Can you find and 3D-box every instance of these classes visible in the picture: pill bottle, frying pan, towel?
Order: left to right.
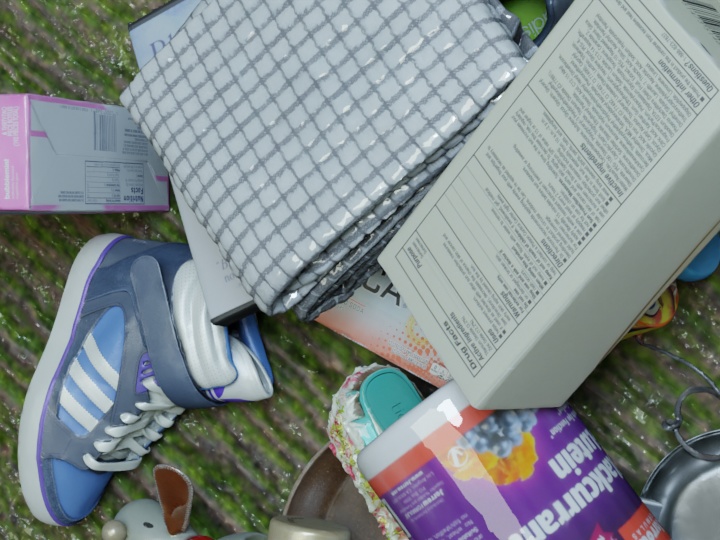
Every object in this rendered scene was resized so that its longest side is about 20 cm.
[{"bbox_3d":[-0.010,-0.095,0.858,0.200,0.085,0.166,-42,65,18],"label":"towel"},{"bbox_3d":[0.098,0.145,0.854,0.111,0.111,0.200,-39,84,21],"label":"pill bottle"},{"bbox_3d":[0.177,0.123,0.899,0.190,0.031,0.115,35,95,9],"label":"frying pan"}]

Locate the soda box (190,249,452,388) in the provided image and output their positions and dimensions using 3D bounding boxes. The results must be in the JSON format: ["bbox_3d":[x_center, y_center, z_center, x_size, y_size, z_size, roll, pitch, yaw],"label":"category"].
[{"bbox_3d":[0.000,0.000,0.975,0.199,0.064,0.069,28,103,21],"label":"soda box"}]

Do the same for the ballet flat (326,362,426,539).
[{"bbox_3d":[0.042,0.147,0.933,0.064,0.075,0.201,-46,66,52],"label":"ballet flat"}]

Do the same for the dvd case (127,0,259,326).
[{"bbox_3d":[-0.054,-0.086,0.954,0.142,0.018,0.201,-25,72,24],"label":"dvd case"}]

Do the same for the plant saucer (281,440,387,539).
[{"bbox_3d":[0.043,0.182,0.978,0.199,0.034,0.202,1,93,25],"label":"plant saucer"}]

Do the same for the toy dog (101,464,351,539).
[{"bbox_3d":[-0.099,0.183,0.979,0.199,0.096,0.133,-17,68,41],"label":"toy dog"}]

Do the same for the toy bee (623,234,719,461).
[{"bbox_3d":[0.143,-0.009,0.862,0.131,0.108,0.201,-47,55,34],"label":"toy bee"}]

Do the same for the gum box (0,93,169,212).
[{"bbox_3d":[-0.204,-0.068,1.000,0.113,0.200,0.067,0,92,18],"label":"gum box"}]

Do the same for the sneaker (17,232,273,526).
[{"bbox_3d":[-0.128,0.082,1.029,0.146,0.080,0.201,16,93,28],"label":"sneaker"}]

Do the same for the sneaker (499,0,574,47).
[{"bbox_3d":[0.049,-0.115,0.937,0.200,0.081,0.074,-38,76,22],"label":"sneaker"}]

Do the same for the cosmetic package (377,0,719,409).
[{"bbox_3d":[0.107,-0.037,0.771,0.200,0.073,0.104,-52,54,30],"label":"cosmetic package"}]
